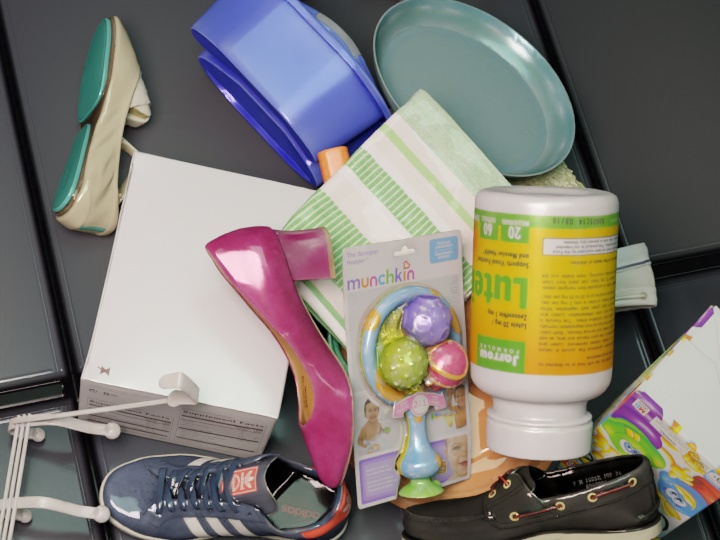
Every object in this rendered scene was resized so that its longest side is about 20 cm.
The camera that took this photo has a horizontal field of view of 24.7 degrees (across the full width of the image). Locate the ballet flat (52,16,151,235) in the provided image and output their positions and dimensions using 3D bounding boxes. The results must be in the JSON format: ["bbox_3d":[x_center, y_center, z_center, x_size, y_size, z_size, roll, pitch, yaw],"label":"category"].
[{"bbox_3d":[-0.214,-0.120,1.407,0.069,0.070,0.201,12,67,-6],"label":"ballet flat"}]

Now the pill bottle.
[{"bbox_3d":[0.140,0.039,1.266,0.110,0.111,0.201,0,97,-11],"label":"pill bottle"}]

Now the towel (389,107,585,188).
[{"bbox_3d":[0.113,-0.082,1.442,0.148,0.037,0.200,-20,61,-23],"label":"towel"}]

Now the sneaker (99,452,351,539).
[{"bbox_3d":[-0.103,0.171,1.283,0.199,0.085,0.075,3,66,-9],"label":"sneaker"}]

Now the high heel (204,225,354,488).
[{"bbox_3d":[-0.060,0.067,1.228,0.095,0.067,0.201,-7,95,-20],"label":"high heel"}]

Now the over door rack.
[{"bbox_3d":[-0.194,0.171,1.227,0.066,0.199,0.149,30,55,-44],"label":"over door rack"}]

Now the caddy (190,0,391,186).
[{"bbox_3d":[-0.052,-0.170,1.405,0.105,0.141,0.200,-41,80,-9],"label":"caddy"}]

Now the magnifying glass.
[{"bbox_3d":[0.000,0.000,1.323,0.079,0.022,0.201,-13,87,-2],"label":"magnifying glass"}]

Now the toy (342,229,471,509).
[{"bbox_3d":[0.048,0.077,1.256,0.115,0.047,0.201,-10,104,-36],"label":"toy"}]

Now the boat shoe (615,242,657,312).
[{"bbox_3d":[0.160,0.034,1.404,0.199,0.071,0.070,-15,86,-13],"label":"boat shoe"}]

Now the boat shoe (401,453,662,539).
[{"bbox_3d":[0.127,0.177,1.254,0.200,0.074,0.064,-8,103,13],"label":"boat shoe"}]

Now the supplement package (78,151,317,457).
[{"bbox_3d":[-0.130,0.029,1.326,0.155,0.111,0.201,12,66,-5],"label":"supplement package"}]

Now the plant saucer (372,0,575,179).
[{"bbox_3d":[0.095,-0.154,1.426,0.199,0.027,0.201,17,47,-19],"label":"plant saucer"}]

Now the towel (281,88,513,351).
[{"bbox_3d":[0.035,-0.027,1.309,0.153,0.023,0.200,46,71,-2],"label":"towel"}]

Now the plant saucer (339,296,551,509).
[{"bbox_3d":[0.073,0.100,1.339,0.199,0.032,0.202,0,86,-1],"label":"plant saucer"}]

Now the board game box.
[{"bbox_3d":[0.251,0.130,1.305,0.105,0.200,0.103,43,66,8],"label":"board game box"}]
